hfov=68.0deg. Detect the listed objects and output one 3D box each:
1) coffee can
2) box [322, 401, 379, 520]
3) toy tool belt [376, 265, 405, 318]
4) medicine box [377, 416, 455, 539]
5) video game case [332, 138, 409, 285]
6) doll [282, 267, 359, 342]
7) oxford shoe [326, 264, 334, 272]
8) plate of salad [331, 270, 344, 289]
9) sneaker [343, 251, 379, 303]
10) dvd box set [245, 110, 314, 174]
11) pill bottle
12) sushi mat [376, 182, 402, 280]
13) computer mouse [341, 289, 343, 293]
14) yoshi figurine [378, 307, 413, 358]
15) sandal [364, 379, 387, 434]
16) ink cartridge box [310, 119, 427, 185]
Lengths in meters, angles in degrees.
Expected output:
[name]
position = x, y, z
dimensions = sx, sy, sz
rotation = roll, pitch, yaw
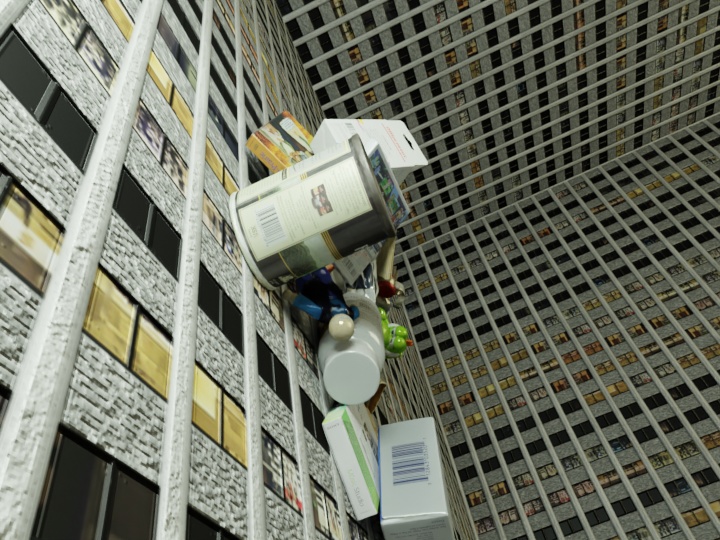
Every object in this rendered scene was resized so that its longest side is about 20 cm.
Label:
[coffee can]
position = -0.064, -0.080, 0.747
dimensions = 0.146, 0.194, 0.151
rotation = -22, 90, -83
[box]
position = -0.005, 0.276, 0.846
dimensions = 0.200, 0.035, 0.149
rotation = -7, 76, -85
[toy tool belt]
position = 0.037, 0.043, 1.208
dimensions = 0.202, 0.121, 0.126
rotation = 118, -10, -49
[medicine box]
position = 0.094, 0.382, 0.857
dimensions = 0.184, 0.099, 0.206
rotation = -89, 168, -61
[video game case]
position = 0.000, -0.093, 0.922
dimensions = 0.023, 0.183, 0.201
rotation = 33, -11, 34
[doll]
position = -0.061, 0.041, 0.835
dimensions = 0.133, 0.049, 0.201
rotation = 12, 29, -34
[oxford shoe]
position = -0.087, -0.022, 1.030
dimensions = 0.073, 0.071, 0.200
rotation = 47, 6, -10
[plate of salad]
position = -0.026, -0.049, 1.224
dimensions = 0.200, 0.047, 0.206
rotation = -46, 145, -47
[sneaker]
position = 0.000, 0.000, 1.067
dimensions = 0.130, 0.076, 0.207
rotation = 110, -23, -76
[dvd box set]
position = -0.097, -0.187, 0.959
dimensions = 0.200, 0.029, 0.147
rotation = 44, 35, -9
[pill bottle]
position = -0.015, 0.127, 0.884
dimensions = 0.201, 0.111, 0.117
rotation = -93, 159, -70
[sushi mat]
position = 0.055, -0.089, 1.073
dimensions = 0.095, 0.012, 0.208
rotation = -161, -104, -75
[computer mouse]
position = -0.035, 0.108, 1.104
dimensions = 0.200, 0.043, 0.113
rotation = -95, 165, -83
[yoshi figurine]
position = 0.032, 0.141, 1.107
dimensions = 0.116, 0.109, 0.200
rotation = 67, -21, 8
[sandal]
position = 0.024, 0.244, 1.037
dimensions = 0.078, 0.068, 0.217
rotation = 58, 13, -58
[ink cartridge box]
position = 0.019, -0.211, 0.979
dimensions = 0.196, 0.068, 0.117
rotation = -13, 65, -40
